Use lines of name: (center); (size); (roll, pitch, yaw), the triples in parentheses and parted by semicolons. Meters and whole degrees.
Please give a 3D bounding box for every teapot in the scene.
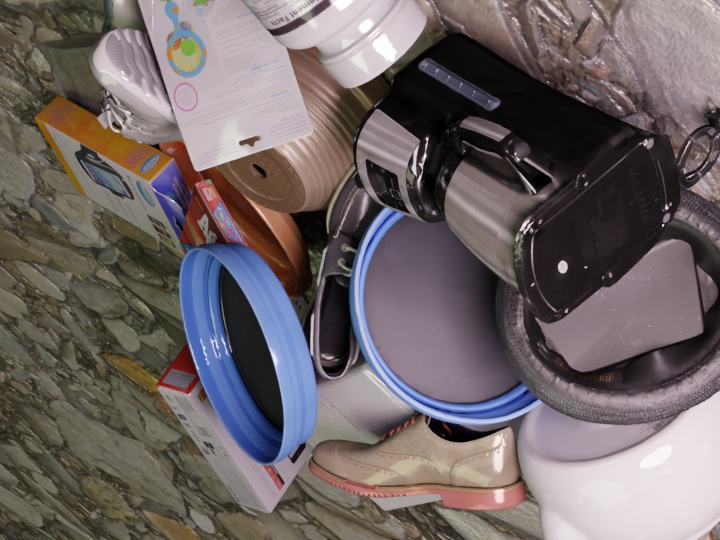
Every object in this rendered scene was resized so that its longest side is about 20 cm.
teapot: (0.233, 0.155, 1.272); (0.199, 0.198, 0.146); (-19, 115, 26)

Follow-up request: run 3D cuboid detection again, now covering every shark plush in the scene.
shark plush: (-0.208, -0.252, 1.333); (0.083, 0.091, 0.200); (55, 172, 35)

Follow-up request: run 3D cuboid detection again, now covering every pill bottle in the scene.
pill bottle: (-0.044, -0.231, 1.138); (0.200, 0.112, 0.111); (48, 149, -22)

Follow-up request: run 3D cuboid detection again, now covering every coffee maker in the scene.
coffee maker: (0.123, -0.079, 1.154); (0.200, 0.191, 0.135); (38, 137, 41)

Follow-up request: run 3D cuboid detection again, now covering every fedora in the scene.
fedora: (0.204, 0.027, 1.224); (0.200, 0.201, 0.092); (31, 179, 7)

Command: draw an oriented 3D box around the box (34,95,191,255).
box: (-0.229, -0.090, 1.582); (0.200, 0.042, 0.119); (27, 155, 32)

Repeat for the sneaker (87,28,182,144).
sneaker: (-0.188, -0.139, 1.341); (0.200, 0.082, 0.075); (41, -153, -71)

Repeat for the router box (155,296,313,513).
router box: (-0.104, 0.121, 1.657); (0.049, 0.180, 0.200); (10, 142, 38)

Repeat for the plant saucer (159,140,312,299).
plant saucer: (-0.114, -0.058, 1.508); (0.200, 0.032, 0.200); (43, 162, 17)

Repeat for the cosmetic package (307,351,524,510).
cosmetic package: (0.053, 0.100, 1.470); (0.166, 0.168, 0.200); (43, 151, -13)

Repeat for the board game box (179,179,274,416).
board game box: (-0.109, 0.025, 1.453); (0.200, 0.019, 0.103); (59, 150, 23)

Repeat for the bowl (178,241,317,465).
bowl: (-0.098, 0.070, 1.393); (0.201, 0.039, 0.201); (45, 145, 44)

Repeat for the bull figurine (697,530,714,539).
bull figurine: (0.303, 0.226, 1.482); (0.122, 0.065, 0.200); (56, 176, 39)

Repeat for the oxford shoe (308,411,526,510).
oxford shoe: (0.046, 0.151, 1.337); (0.199, 0.070, 0.075); (2, 102, 26)

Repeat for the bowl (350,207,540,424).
bowl: (0.085, 0.023, 1.276); (0.200, 0.201, 0.039); (40, 163, -8)

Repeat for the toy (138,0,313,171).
toy: (-0.109, -0.193, 1.267); (0.115, 0.047, 0.201); (-15, 100, 28)

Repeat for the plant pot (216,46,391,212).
plant pot: (-0.063, -0.115, 1.353); (0.200, 0.093, 0.201); (26, 151, 16)

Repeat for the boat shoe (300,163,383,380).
boat shoe: (0.000, 0.000, 1.320); (0.072, 0.063, 0.201); (14, 111, -15)
